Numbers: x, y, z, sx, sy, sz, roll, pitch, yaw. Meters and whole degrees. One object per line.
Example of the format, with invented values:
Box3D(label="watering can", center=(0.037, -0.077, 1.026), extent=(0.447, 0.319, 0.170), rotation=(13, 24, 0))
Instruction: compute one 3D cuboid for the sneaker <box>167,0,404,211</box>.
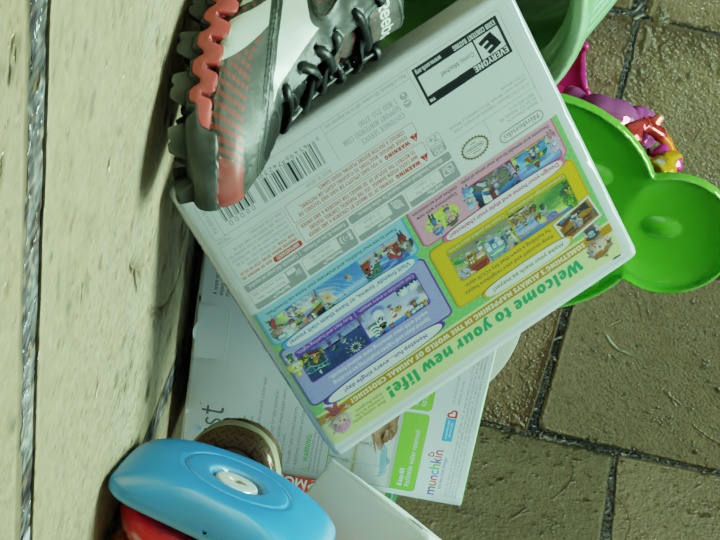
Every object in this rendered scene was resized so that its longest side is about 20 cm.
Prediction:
Box3D(label="sneaker", center=(-0.032, -0.113, 0.960), extent=(0.071, 0.098, 0.201), rotation=(100, 5, -62))

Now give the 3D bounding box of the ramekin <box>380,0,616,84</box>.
Box3D(label="ramekin", center=(0.058, -0.192, 1.107), extent=(0.098, 0.200, 0.200), rotation=(-44, 153, -42))

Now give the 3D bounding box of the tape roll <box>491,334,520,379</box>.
Box3D(label="tape roll", center=(0.028, 0.013, 1.504), extent=(0.037, 0.202, 0.203), rotation=(-69, 170, -70))

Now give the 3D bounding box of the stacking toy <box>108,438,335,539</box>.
Box3D(label="stacking toy", center=(-0.101, 0.198, 1.047), extent=(0.110, 0.116, 0.200), rotation=(-43, 157, -79))

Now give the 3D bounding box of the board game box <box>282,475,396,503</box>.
Box3D(label="board game box", center=(-0.040, 0.141, 1.410), extent=(0.200, 0.134, 0.029), rotation=(30, 72, -86))

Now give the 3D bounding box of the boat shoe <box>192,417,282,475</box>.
Box3D(label="boat shoe", center=(-0.095, 0.163, 1.153), extent=(0.075, 0.075, 0.203), rotation=(-68, -179, -66))

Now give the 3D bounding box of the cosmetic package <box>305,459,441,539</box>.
Box3D(label="cosmetic package", center=(-0.032, 0.216, 1.126), extent=(0.200, 0.081, 0.113), rotation=(-53, 155, -7))

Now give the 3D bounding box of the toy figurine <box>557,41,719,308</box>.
Box3D(label="toy figurine", center=(0.136, -0.082, 1.249), extent=(0.184, 0.200, 0.150), rotation=(-77, 178, -56))

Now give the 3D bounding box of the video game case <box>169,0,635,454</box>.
Box3D(label="video game case", center=(0.027, -0.025, 1.040), extent=(0.182, 0.200, 0.022), rotation=(60, -7, -31))

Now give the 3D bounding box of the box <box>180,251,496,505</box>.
Box3D(label="box", center=(-0.007, 0.023, 1.168), extent=(0.097, 0.176, 0.200), rotation=(-80, 179, -56))
